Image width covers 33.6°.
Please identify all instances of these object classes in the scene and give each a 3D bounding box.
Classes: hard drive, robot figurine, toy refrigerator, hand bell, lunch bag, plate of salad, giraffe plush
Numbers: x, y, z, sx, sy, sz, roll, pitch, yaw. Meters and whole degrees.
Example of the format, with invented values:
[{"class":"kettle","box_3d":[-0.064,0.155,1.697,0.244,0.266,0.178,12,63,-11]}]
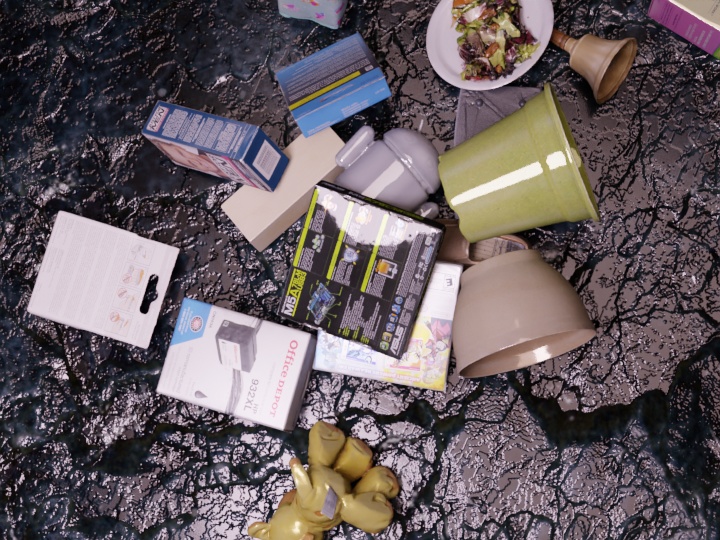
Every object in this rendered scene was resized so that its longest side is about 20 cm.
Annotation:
[{"class":"hard drive","box_3d":[0.204,-0.169,1.756,0.133,0.042,0.203,2,83,7]},{"class":"robot figurine","box_3d":[0.038,-0.126,1.723,0.200,0.113,0.170,-41,103,1]},{"class":"toy refrigerator","box_3d":[-0.104,-0.126,1.774,0.200,0.070,0.076,-42,73,-2]},{"class":"hand bell","box_3d":[0.297,-0.340,1.762,0.199,0.104,0.105,35,87,23]},{"class":"lunch bag","box_3d":[-0.058,-0.488,1.767,0.121,0.170,0.202,13,83,1]},{"class":"plate of salad","box_3d":[0.187,-0.362,1.760,0.198,0.048,0.202,-8,68,21]},{"class":"giraffe plush","box_3d":[-0.061,0.338,1.669,0.172,0.200,0.162,44,117,7]}]

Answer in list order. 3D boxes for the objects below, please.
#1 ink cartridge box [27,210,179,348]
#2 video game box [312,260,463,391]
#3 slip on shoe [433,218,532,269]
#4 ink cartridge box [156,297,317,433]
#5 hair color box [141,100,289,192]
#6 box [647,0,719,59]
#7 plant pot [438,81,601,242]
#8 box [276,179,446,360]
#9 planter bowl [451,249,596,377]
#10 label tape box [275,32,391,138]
[{"class":"ink cartridge box","box_3d":[-0.385,0.015,1.798,0.198,0.050,0.163,17,84,5]},{"class":"video game box","box_3d":[0.041,0.067,1.722,0.198,0.047,0.185,9,94,8]},{"class":"slip on shoe","box_3d":[0.152,-0.034,1.733,0.198,0.061,0.077,11,83,8]},{"class":"ink cartridge box","box_3d":[-0.176,0.138,1.734,0.198,0.084,0.147,16,83,8]},{"class":"hair color box","box_3d":[-0.212,-0.181,1.739,0.198,0.100,0.061,18,75,33]},{"class":"box","box_3d":[0.550,-0.406,1.723,0.199,0.097,0.177,33,87,11]},{"class":"plant pot","box_3d":[0.212,-0.130,1.646,0.183,0.200,0.202,-21,80,15]},{"class":"box","box_3d":[0.000,0.000,1.666,0.191,0.048,0.202,20,106,9]},{"class":"planter bowl","box_3d":[0.211,0.053,1.650,0.198,0.200,0.136,-18,74,4]},{"class":"label tape box","box_3d":[-0.035,-0.258,1.723,0.143,0.201,0.064,-26,121,3]}]
